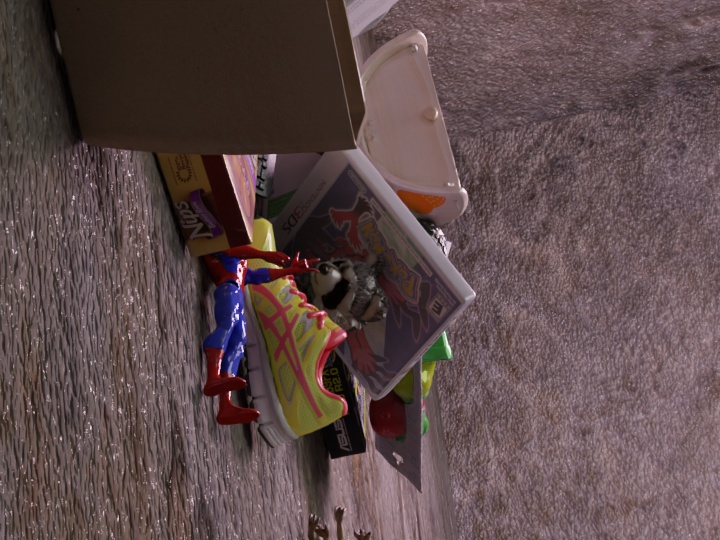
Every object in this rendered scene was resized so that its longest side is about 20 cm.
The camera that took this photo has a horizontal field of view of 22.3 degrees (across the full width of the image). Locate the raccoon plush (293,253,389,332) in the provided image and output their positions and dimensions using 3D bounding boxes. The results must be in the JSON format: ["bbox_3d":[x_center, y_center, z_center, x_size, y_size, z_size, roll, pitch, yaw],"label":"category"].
[{"bbox_3d":[-0.029,0.046,1.742,0.200,0.134,0.097,62,16,-71],"label":"raccoon plush"}]

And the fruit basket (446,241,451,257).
[{"bbox_3d":[0.011,-0.033,2.135,0.200,0.185,0.094,-63,171,-80],"label":"fruit basket"}]

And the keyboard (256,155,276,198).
[{"bbox_3d":[-0.101,-0.174,1.678,0.104,0.040,0.200,24,59,-41],"label":"keyboard"}]

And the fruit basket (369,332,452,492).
[{"bbox_3d":[0.046,0.119,1.974,0.185,0.094,0.200,-149,-128,-73],"label":"fruit basket"}]

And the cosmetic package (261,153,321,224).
[{"bbox_3d":[-0.042,-0.077,1.976,0.200,0.107,0.085,-95,162,-61],"label":"cosmetic package"}]

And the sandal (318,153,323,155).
[{"bbox_3d":[-0.055,-0.165,1.898,0.200,0.054,0.080,17,26,-51],"label":"sandal"}]

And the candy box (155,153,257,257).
[{"bbox_3d":[-0.126,-0.112,1.508,0.200,0.056,0.117,-95,170,-60],"label":"candy box"}]

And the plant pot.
[{"bbox_3d":[-0.103,-0.173,1.211,0.200,0.177,0.200,-76,154,-78],"label":"plant pot"}]

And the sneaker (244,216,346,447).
[{"bbox_3d":[-0.060,0.048,1.596,0.078,0.090,0.200,23,54,-82],"label":"sneaker"}]

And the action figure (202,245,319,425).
[{"bbox_3d":[-0.081,0.026,1.491,0.065,0.099,0.200,75,4,-47],"label":"action figure"}]

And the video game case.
[{"bbox_3d":[0.000,0.000,1.745,0.200,0.023,0.182,51,-45,12],"label":"video game case"}]

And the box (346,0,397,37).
[{"bbox_3d":[-0.055,-0.291,1.523,0.200,0.199,0.131,51,2,5],"label":"box"}]

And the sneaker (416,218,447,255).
[{"bbox_3d":[-0.002,0.010,1.875,0.078,0.200,0.085,58,-2,-7],"label":"sneaker"}]

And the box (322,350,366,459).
[{"bbox_3d":[-0.031,0.096,2.109,0.200,0.044,0.160,-90,168,-62],"label":"box"}]

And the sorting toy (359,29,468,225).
[{"bbox_3d":[0.045,-0.115,1.926,0.180,0.107,0.200,73,4,-63],"label":"sorting toy"}]

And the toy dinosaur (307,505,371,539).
[{"bbox_3d":[-0.026,0.299,1.791,0.200,0.058,0.101,62,31,-46],"label":"toy dinosaur"}]
